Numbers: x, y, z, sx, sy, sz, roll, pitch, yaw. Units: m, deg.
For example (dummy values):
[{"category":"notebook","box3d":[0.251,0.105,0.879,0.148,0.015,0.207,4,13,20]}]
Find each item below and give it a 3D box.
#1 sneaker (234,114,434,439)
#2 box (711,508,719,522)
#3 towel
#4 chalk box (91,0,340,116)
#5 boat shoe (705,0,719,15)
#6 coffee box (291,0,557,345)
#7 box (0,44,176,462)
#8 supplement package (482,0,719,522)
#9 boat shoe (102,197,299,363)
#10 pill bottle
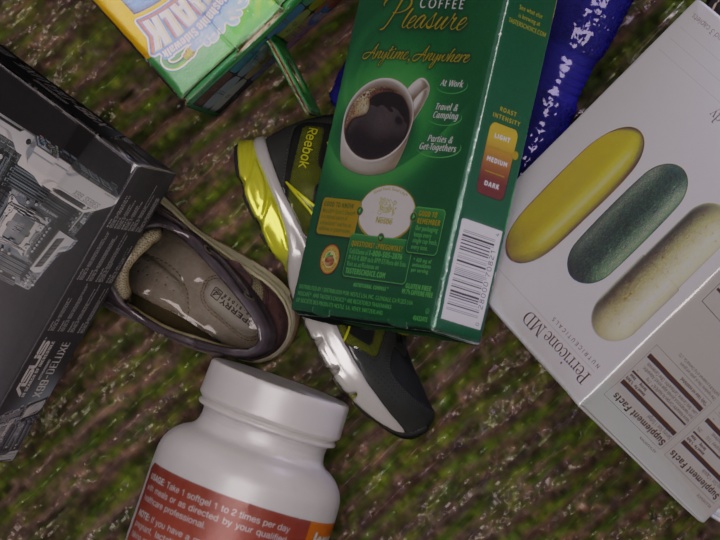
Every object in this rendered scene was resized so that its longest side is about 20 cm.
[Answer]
[{"category":"sneaker","box3d":[0.000,0.000,1.545,0.084,0.074,0.201,-28,87,4]},{"category":"box","box3d":[0.280,0.071,1.539,0.110,0.035,0.201,28,92,5]},{"category":"towel","box3d":[0.082,-0.150,1.524,0.147,0.049,0.201,33,104,27]},{"category":"chalk box","box3d":[-0.083,-0.171,1.529,0.124,0.124,0.200,-43,87,4]},{"category":"boat shoe","box3d":[0.233,-0.177,1.526,0.060,0.074,0.200,43,100,13]},{"category":"coffee box","box3d":[0.035,-0.065,1.461,0.123,0.044,0.201,6,82,49]},{"category":"box","box3d":[-0.220,-0.015,1.542,0.157,0.050,0.201,36,102,23]},{"category":"supplement package","box3d":[0.185,-0.005,1.462,0.200,0.151,0.152,-45,45,3]},{"category":"boat shoe","box3d":[-0.129,-0.008,1.560,0.199,0.065,0.072,31,95,6]},{"category":"pill bottle","box3d":[-0.077,0.158,1.532,0.112,0.112,0.201,19,92,5]}]
